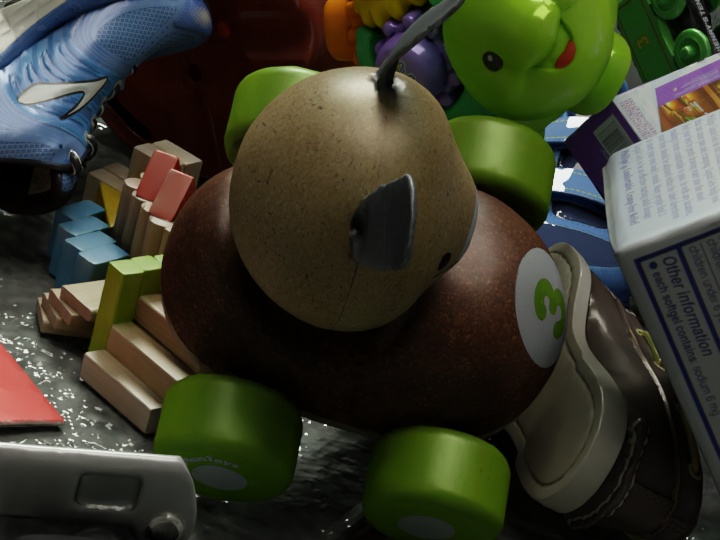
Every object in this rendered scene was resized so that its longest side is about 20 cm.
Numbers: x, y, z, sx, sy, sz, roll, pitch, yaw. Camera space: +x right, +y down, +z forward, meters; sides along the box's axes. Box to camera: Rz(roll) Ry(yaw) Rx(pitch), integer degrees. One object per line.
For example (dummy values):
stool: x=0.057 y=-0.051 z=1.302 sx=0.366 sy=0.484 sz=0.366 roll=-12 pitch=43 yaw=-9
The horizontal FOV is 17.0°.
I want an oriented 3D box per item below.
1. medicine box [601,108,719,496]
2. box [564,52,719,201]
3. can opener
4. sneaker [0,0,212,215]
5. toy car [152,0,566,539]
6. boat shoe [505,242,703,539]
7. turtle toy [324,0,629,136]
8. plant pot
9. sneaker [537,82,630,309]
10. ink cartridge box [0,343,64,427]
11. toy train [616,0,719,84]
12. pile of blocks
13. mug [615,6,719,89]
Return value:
medicine box: x=0.216 y=0.015 z=0.913 sx=0.199 sy=0.183 sz=0.103 roll=-22 pitch=21 yaw=11
box: x=0.194 y=-0.003 z=1.075 sx=0.136 sy=0.039 sz=0.201 roll=-23 pitch=76 yaw=-45
can opener: x=-0.145 y=0.082 z=0.797 sx=0.198 sy=0.053 sz=0.067 roll=8 pitch=26 yaw=-17
sneaker: x=-0.143 y=-0.071 z=1.056 sx=0.199 sy=0.078 sz=0.090 roll=-29 pitch=92 yaw=-34
toy car: x=0.014 y=-0.017 z=0.861 sx=0.156 sy=0.200 sz=0.166 roll=14 pitch=64 yaw=-6
boat shoe: x=0.097 y=0.050 z=1.000 sx=0.059 sy=0.072 sz=0.200 roll=29 pitch=16 yaw=-14
turtle toy: x=0.055 y=-0.113 z=1.032 sx=0.101 sy=0.146 sz=0.200 roll=26 pitch=7 yaw=-31
plant pot: x=-0.035 y=-0.145 z=1.200 sx=0.200 sy=0.202 sz=0.195 roll=27 pitch=35 yaw=22
sneaker: x=0.103 y=-0.039 z=1.173 sx=0.073 sy=0.083 sz=0.200 roll=17 pitch=25 yaw=-5
ink cartridge box: x=-0.229 y=-0.002 z=0.933 sx=0.175 sy=0.045 sz=0.200 roll=-4 pitch=31 yaw=-36
toy train: x=0.179 y=-0.055 z=1.174 sx=0.042 sy=0.056 sz=0.201 roll=-12 pitch=76 yaw=-41
pile of blocks: x=-0.093 y=-0.010 z=1.011 sx=0.081 sy=0.063 sz=0.200 roll=6 pitch=26 yaw=-21
mug: x=0.160 y=-0.202 z=1.410 sx=0.175 sy=0.201 sz=0.147 roll=39 pitch=27 yaw=29
